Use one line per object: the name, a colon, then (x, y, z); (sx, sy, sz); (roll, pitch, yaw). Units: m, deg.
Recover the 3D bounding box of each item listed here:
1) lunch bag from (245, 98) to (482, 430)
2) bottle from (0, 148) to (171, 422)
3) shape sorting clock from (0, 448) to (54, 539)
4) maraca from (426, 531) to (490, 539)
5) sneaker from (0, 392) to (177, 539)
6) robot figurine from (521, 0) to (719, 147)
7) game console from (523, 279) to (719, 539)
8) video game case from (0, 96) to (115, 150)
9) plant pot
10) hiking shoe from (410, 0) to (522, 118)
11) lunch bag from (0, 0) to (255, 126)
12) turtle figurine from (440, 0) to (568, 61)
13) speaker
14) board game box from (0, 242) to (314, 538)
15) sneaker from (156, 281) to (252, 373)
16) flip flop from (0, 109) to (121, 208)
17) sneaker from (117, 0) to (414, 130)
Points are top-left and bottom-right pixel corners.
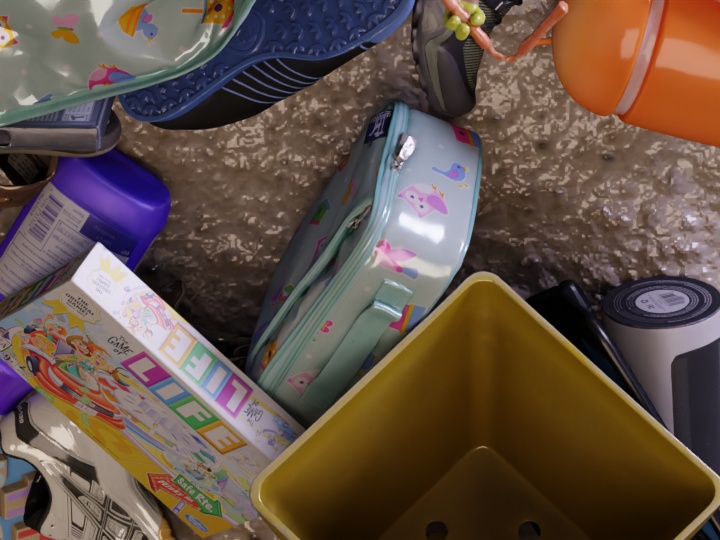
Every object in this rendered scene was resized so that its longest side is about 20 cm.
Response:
lunch bag: (0.000, 0.000, 1.619); (0.077, 0.161, 0.200); (27, 128, -8)
bottle: (-0.201, 0.013, 1.694); (0.083, 0.065, 0.200); (33, 111, 0)
shape sorting clock: (-0.285, 0.195, 1.746); (0.200, 0.039, 0.200); (-25, 135, -28)
maraca: (0.065, 0.224, 1.748); (0.137, 0.107, 0.200); (31, 140, -33)
sneaker: (-0.176, 0.160, 1.744); (0.088, 0.076, 0.200); (-26, 115, -5)
robot figurine: (0.203, -0.138, 1.592); (0.200, 0.144, 0.117); (14, 97, -5)
game console: (0.142, 0.119, 1.638); (0.176, 0.116, 0.200); (-26, 102, 32)
video game case: (-0.250, -0.107, 1.599); (0.200, 0.143, 0.019); (0, 115, 1)
plant pot: (0.075, 0.159, 1.581); (0.200, 0.176, 0.200); (-43, 72, -14)
hiking shoe: (0.085, -0.184, 1.595); (0.100, 0.076, 0.200); (6, 114, 2)
lunch bag: (-0.140, -0.181, 1.547); (0.200, 0.170, 0.122); (-17, 114, 13)
turtle figurine: (0.060, -0.232, 1.518); (0.161, 0.064, 0.200); (17, 111, 1)
speaker: (0.201, 0.110, 1.725); (0.081, 0.081, 0.200); (-4, 114, 3)
board game box: (-0.128, 0.077, 1.623); (0.200, 0.034, 0.134); (43, 145, -14)
sneaker: (-0.071, 0.087, 1.718); (0.200, 0.070, 0.076); (36, 104, -16)
flip flop: (-0.232, -0.065, 1.635); (0.200, 0.081, 0.058); (-11, 106, 26)
sneaker: (-0.050, -0.141, 1.610); (0.200, 0.078, 0.070); (-20, 81, 18)
